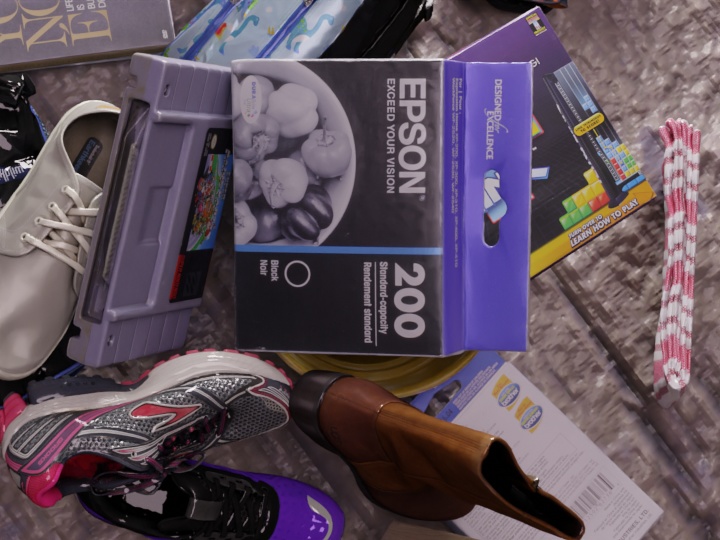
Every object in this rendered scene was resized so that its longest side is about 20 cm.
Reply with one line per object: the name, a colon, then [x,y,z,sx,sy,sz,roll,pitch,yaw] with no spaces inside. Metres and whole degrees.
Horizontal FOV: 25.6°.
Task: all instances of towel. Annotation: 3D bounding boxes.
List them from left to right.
towel: [0.232,0.000,1.187,0.030,0.146,0.201,3,80,9]

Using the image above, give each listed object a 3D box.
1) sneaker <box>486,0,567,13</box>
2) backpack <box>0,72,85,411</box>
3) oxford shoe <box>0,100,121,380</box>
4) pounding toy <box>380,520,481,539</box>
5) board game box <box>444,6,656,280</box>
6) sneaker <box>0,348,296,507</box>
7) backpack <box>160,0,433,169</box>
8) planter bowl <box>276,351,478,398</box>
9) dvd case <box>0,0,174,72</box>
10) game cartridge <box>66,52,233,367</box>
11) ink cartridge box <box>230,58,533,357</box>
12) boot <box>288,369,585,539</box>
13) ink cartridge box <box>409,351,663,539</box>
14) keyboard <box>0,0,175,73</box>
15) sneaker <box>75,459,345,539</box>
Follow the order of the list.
sneaker: [0.161,-0.267,1.258,0.200,0.078,0.112,-21,89,-2]
backpack: [-0.268,0.001,1.088,0.183,0.147,0.200,-28,87,-20]
oxford shoe: [-0.194,-0.025,1.015,0.075,0.058,0.200,32,68,-25]
pounding toy: [0.103,0.288,1.065,0.200,0.184,0.142,38,72,-22]
board game box: [0.086,-0.069,1.133,0.200,0.057,0.166,-32,91,-19]
sneaker: [-0.135,0.110,1.047,0.200,0.081,0.075,-11,46,-20]
backpack: [-0.051,-0.162,1.163,0.153,0.163,0.200,27,84,4]
planter bowl: [0.000,0.000,1.168,0.200,0.083,0.201,3,78,-15]
dvd case: [-0.250,-0.223,1.189,0.199,0.016,0.149,-9,76,-12]
game cartridge: [-0.130,-0.040,1.049,0.038,0.130,0.201,17,99,22]
ink cartridge box: [0.014,-0.041,1.054,0.199,0.043,0.199,0,96,9]
boot: [0.073,0.133,1.042,0.069,0.200,0.188,-55,128,-18]
ink cartridge box: [0.116,0.157,1.189,0.200,0.042,0.119,44,77,-3]
keyboard: [-0.241,-0.180,1.195,0.199,0.011,0.056,-8,82,-11]
sneaker: [-0.106,0.170,1.114,0.200,0.100,0.070,12,81,-7]
